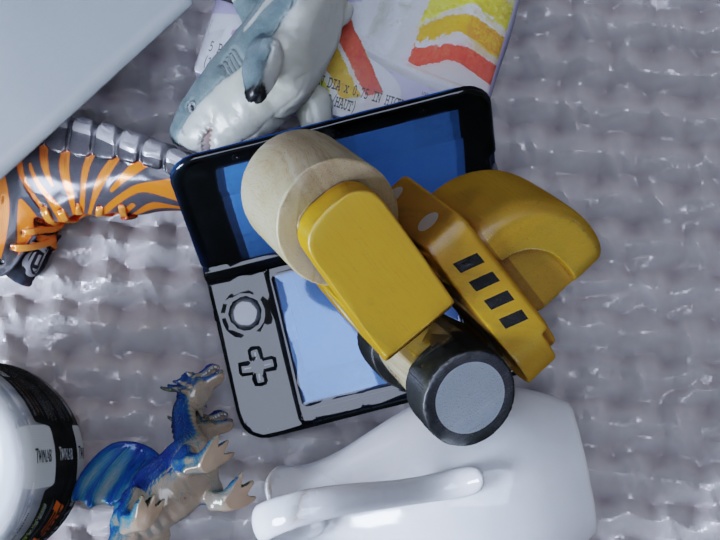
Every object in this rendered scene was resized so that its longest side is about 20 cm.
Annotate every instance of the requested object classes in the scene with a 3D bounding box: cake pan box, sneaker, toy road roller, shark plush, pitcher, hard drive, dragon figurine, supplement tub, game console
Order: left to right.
[{"bbox_3d":[-0.231,0.113,0.925,0.121,0.200,0.124,0,85,1],"label":"supplement tub"},{"bbox_3d":[-0.215,-0.146,0.947,0.200,0.027,0.132,-44,110,-9],"label":"hard drive"},{"bbox_3d":[-0.179,-0.039,1.010,0.198,0.078,0.113,15,90,12],"label":"sneaker"},{"bbox_3d":[-0.131,0.138,0.948,0.200,0.099,0.059,-46,119,-27],"label":"dragon figurine"},{"bbox_3d":[-0.056,-0.166,0.971,0.083,0.091,0.203,13,90,33],"label":"shark plush"},{"bbox_3d":[0.000,0.000,0.971,0.197,0.118,0.173,-14,86,0],"label":"game console"},{"bbox_3d":[0.005,-0.183,1.026,0.198,0.052,0.186,18,83,3],"label":"cake pan box"},{"bbox_3d":[0.037,0.135,0.933,0.197,0.172,0.123,-12,79,1],"label":"pitcher"},{"bbox_3d":[0.042,-0.016,0.898,0.146,0.123,0.200,-41,115,-3],"label":"toy road roller"}]
